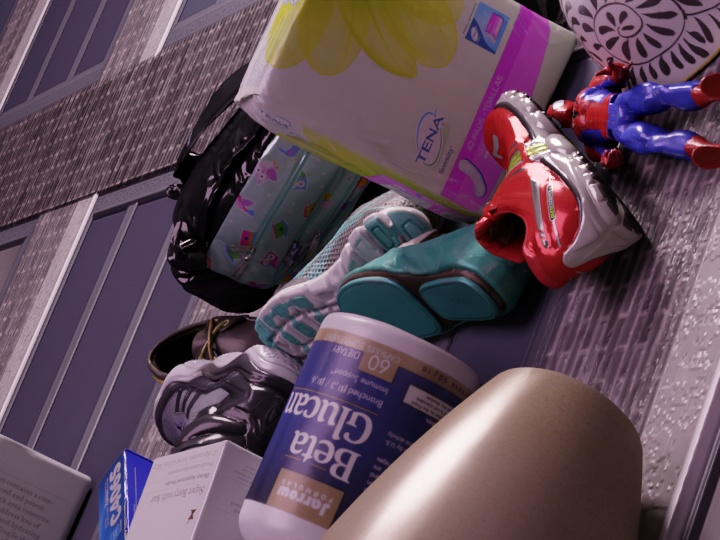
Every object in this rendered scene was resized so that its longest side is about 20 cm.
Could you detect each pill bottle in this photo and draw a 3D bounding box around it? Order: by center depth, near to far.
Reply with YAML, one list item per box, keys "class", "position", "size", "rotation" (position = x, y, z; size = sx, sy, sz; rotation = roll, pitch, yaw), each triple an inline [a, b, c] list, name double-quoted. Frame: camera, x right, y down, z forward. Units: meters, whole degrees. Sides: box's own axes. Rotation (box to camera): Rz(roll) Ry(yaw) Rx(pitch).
- class: "pill bottle"
  position: [-0.010, 0.138, 1.386]
  size: [0.111, 0.111, 0.201]
  rotation: [-2, 63, 66]

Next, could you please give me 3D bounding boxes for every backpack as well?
- class: "backpack"
  position: [-0.065, -0.079, 1.744]
  size: [0.200, 0.126, 0.167]
  rotation: [-55, 26, 22]

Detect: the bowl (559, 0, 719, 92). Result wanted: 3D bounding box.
- class: "bowl"
  position: [0.182, -0.218, 1.397]
  size: [0.201, 0.094, 0.201]
  rotation: [-49, 25, 32]

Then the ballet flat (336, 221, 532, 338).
- class: "ballet flat"
  position: [0.057, 0.004, 1.474]
  size: [0.070, 0.067, 0.200]
  rotation: [-50, 18, -23]

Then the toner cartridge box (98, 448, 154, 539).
- class: "toner cartridge box"
  position: [-0.143, 0.222, 1.608]
  size: [0.043, 0.095, 0.200]
  rotation: [-54, 23, 23]

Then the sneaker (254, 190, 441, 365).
- class: "sneaker"
  position: [0.000, 0.000, 1.605]
  size: [0.200, 0.078, 0.091]
  rotation: [-38, 16, 40]

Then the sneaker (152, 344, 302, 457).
- class: "sneaker"
  position: [-0.119, 0.127, 1.665]
  size: [0.200, 0.075, 0.114]
  rotation: [-23, 30, 53]

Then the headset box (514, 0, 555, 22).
- class: "headset box"
  position: [0.051, -0.204, 1.645]
  size: [0.199, 0.077, 0.149]
  rotation: [-24, 40, 35]

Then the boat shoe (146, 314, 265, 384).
- class: "boat shoe"
  position: [-0.111, 0.071, 1.758]
  size: [0.201, 0.060, 0.072]
  rotation: [-20, 46, 60]

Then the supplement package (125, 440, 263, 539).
- class: "supplement package"
  position: [-0.099, 0.233, 1.460]
  size: [0.121, 0.119, 0.201]
  rotation: [-20, 46, 58]

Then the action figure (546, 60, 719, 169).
- class: "action figure"
  position: [0.166, -0.094, 1.339]
  size: [0.200, 0.051, 0.066]
  rotation: [-168, 79, -70]

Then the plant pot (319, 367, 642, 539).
- class: "plant pot"
  position: [0.068, 0.155, 1.138]
  size: [0.187, 0.187, 0.200]
  rotation: [-28, 24, 55]

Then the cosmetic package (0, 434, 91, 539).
- class: "cosmetic package"
  position: [-0.379, 0.244, 2.013]
  size: [0.166, 0.167, 0.201]
  rotation: [-4, 60, 66]

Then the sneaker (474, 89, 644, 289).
- class: "sneaker"
  position: [0.103, -0.049, 1.371]
  size: [0.085, 0.077, 0.200]
  rotation: [-39, 24, 4]

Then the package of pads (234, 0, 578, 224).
- class: "package of pads"
  position: [0.030, -0.133, 1.494]
  size: [0.155, 0.199, 0.068]
  rotation: [-65, 16, -8]
